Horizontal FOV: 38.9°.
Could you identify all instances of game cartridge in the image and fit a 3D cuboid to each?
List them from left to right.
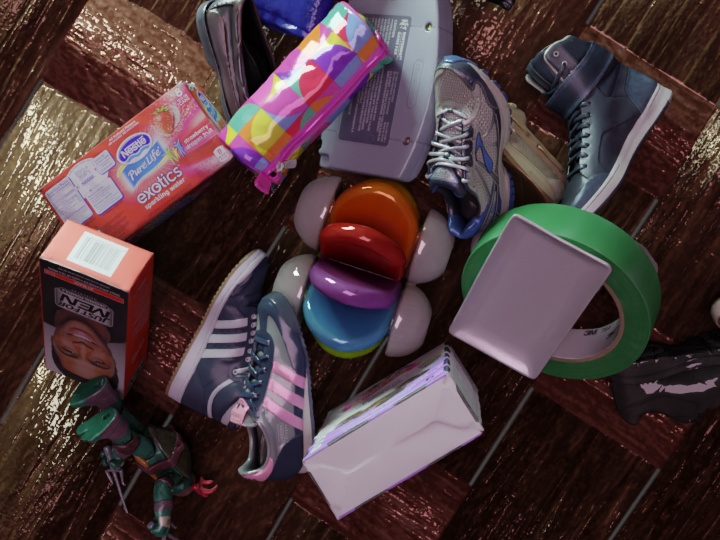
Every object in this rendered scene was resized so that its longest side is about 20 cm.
[{"bbox_3d":[0.030,-0.199,1.080,0.132,0.041,0.202,14,95,38],"label":"game cartridge"}]

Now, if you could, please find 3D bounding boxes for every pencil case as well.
[{"bbox_3d":[-0.054,-0.175,1.038,0.088,0.088,0.200,40,93,1],"label":"pencil case"}]

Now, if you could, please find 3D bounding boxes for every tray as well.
[{"bbox_3d":[0.167,0.026,1.020,0.107,0.022,0.201,30,140,7],"label":"tray"}]

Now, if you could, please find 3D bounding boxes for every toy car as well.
[{"bbox_3d":[0.000,0.000,1.073,0.174,0.150,0.201,18,96,3],"label":"toy car"}]

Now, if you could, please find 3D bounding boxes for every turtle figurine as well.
[{"bbox_3d":[-0.241,0.213,1.134,0.101,0.149,0.201,-43,126,-19],"label":"turtle figurine"}]

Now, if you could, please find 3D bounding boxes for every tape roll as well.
[{"bbox_3d":[0.204,0.024,1.047,0.199,0.048,0.201,19,139,18],"label":"tape roll"}]

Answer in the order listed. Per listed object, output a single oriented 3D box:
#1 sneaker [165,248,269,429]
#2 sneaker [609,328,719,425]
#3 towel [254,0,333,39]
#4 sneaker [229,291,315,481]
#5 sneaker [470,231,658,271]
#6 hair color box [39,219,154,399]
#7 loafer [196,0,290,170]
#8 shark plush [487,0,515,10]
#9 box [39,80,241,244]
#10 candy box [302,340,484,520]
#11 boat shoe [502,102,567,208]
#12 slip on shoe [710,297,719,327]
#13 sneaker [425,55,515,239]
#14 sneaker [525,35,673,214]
[{"bbox_3d":[-0.126,0.082,1.130,0.108,0.070,0.201,32,104,7],"label":"sneaker"},{"bbox_3d":[0.366,0.117,1.098,0.198,0.076,0.091,-8,104,12],"label":"sneaker"},{"bbox_3d":[-0.064,-0.354,1.077,0.147,0.049,0.201,29,104,25],"label":"towel"},{"bbox_3d":[-0.098,0.126,1.068,0.082,0.070,0.202,-10,97,-29],"label":"sneaker"},{"bbox_3d":[0.217,-0.018,1.084,0.198,0.088,0.076,6,97,5],"label":"sneaker"},{"bbox_3d":[-0.281,0.046,1.088,0.101,0.061,0.201,21,140,3],"label":"hair color box"},{"bbox_3d":[-0.111,-0.195,1.086,0.063,0.072,0.201,-10,110,37],"label":"loafer"},{"bbox_3d":[0.082,-0.347,1.082,0.199,0.091,0.084,29,65,8],"label":"shark plush"},{"bbox_3d":[-0.232,-0.106,1.112,0.199,0.095,0.100,-36,92,7],"label":"box"},{"bbox_3d":[0.038,0.158,1.057,0.167,0.200,0.072,-32,92,6],"label":"candy box"},{"bbox_3d":[0.146,-0.147,1.096,0.200,0.072,0.065,48,59,2],"label":"boat shoe"},{"bbox_3d":[0.459,-0.006,1.081,0.199,0.076,0.061,-32,52,15],"label":"slip on shoe"},{"bbox_3d":[0.106,-0.117,1.032,0.077,0.085,0.201,16,135,41],"label":"sneaker"},{"bbox_3d":[0.217,-0.148,1.056,0.146,0.077,0.203,35,69,-4],"label":"sneaker"}]
